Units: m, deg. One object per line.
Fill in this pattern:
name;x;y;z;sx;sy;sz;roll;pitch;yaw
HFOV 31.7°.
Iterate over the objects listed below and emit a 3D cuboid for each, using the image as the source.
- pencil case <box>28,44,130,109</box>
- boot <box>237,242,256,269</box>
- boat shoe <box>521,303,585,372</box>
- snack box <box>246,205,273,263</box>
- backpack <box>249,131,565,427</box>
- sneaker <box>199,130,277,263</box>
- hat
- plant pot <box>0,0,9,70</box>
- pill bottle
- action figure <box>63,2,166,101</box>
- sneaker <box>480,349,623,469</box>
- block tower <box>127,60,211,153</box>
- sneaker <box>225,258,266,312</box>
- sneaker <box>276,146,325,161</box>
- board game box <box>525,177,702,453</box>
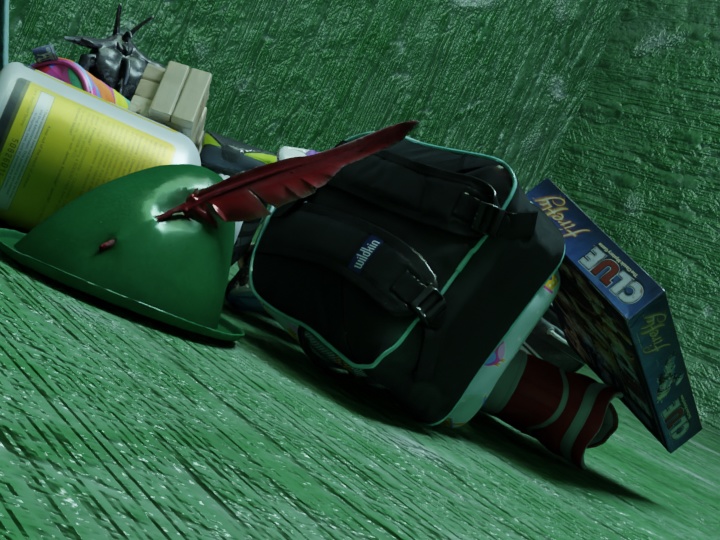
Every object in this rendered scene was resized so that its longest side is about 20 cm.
pencil case;-0.230;-0.119;1.086;0.088;0.089;0.200;24;-4;17
boot;-0.013;0.023;1.279;0.199;0.073;0.154;18;-1;28
boat shoe;0.131;0.020;1.120;0.199;0.068;0.074;46;25;-10
snack box;0.000;0.000;1.167;0.199;0.068;0.169;25;30;-4
backpack;0.027;0.001;0.881;0.199;0.176;0.153;26;-13;42
sneaker;-0.110;-0.049;1.060;0.073;0.082;0.200;18;-21;1
hat;-0.112;-0.064;0.818;0.199;0.177;0.165;22;2;-32
plant pot;-0.392;-0.205;0.943;0.198;0.199;0.196;6;12;7
pill bottle;-0.188;-0.064;0.935;0.199;0.113;0.112;23;2;-16
action figure;-0.257;-0.154;1.225;0.118;0.202;0.102;17;-4;-41
sneaker;0.144;0.103;1.021;0.112;0.072;0.200;26;1;1
block tower;-0.162;-0.087;1.047;0.054;0.058;0.201;17;-35;-1
sneaker;-0.014;0.037;1.014;0.198;0.091;0.079;7;26;10
sneaker;-0.016;-0.064;1.045;0.087;0.081;0.200;-5;3;3
board game box;0.186;0.037;0.942;0.136;0.034;0.200;51;-5;40
